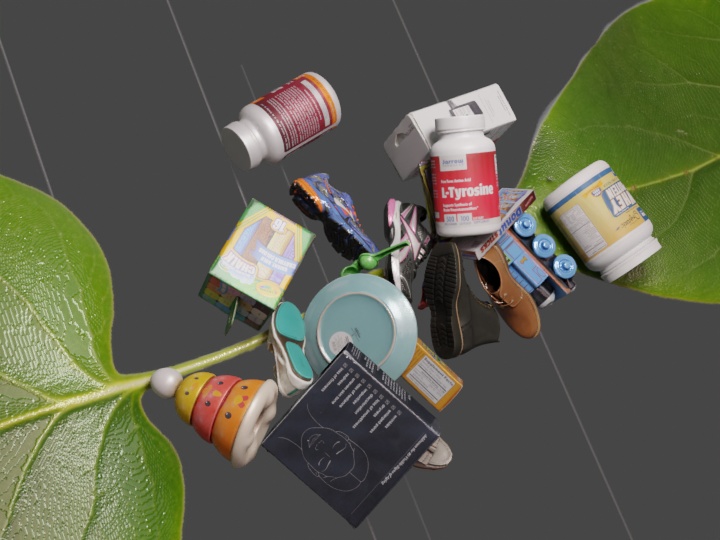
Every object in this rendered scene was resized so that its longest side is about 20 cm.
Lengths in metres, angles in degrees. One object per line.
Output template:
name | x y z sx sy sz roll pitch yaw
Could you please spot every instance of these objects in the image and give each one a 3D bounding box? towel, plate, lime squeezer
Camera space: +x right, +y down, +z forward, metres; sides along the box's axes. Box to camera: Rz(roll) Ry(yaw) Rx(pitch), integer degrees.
towel | 0.181 -0.140 1.804 0.200 0.023 0.144 -18 98 -44
plate | -0.005 0.104 1.651 0.200 0.026 0.201 -1 85 14
lime squeezer | 0.000 0.000 1.715 0.200 0.071 0.038 -40 100 10

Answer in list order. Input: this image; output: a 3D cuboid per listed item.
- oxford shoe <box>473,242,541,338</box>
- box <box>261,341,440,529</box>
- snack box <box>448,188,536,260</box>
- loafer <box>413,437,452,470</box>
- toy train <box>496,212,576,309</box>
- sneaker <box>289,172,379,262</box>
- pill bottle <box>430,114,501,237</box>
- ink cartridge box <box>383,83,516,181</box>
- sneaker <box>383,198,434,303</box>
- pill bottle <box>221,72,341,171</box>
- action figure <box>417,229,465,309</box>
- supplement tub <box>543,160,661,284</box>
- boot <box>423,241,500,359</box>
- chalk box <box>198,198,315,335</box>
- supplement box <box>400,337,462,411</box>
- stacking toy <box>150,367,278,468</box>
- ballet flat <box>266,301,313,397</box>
oxford shoe | 0.254 0.046 1.774 0.200 0.071 0.071 57 29 -11
box | -0.013 0.253 1.557 0.197 0.124 0.200 42 95 1
snack box | 0.234 -0.086 1.786 0.200 0.072 0.024 -44 124 -34
loafer | 0.068 0.271 1.652 0.200 0.063 0.072 29 63 -6
toy train | 0.305 -0.016 1.833 0.114 0.087 0.200 -43 90 -18
sneaker | -0.033 -0.098 1.753 0.078 0.075 0.200 -40 88 -30
pill bottle | 0.177 -0.162 1.697 0.112 0.112 0.200 -8 97 -21
ink cartridge box | 0.162 -0.252 1.833 0.200 0.145 0.083 -22 80 -25
sneaker | 0.089 -0.037 1.757 0.086 0.080 0.200 1 71 -5
pill bottle | -0.141 -0.259 1.752 0.200 0.113 0.113 -35 84 -27
action figure | 0.150 -0.018 1.795 0.065 0.052 0.200 23 62 -23
supplement tub | 0.455 -0.090 1.872 0.145 0.145 0.200 -32 83 -26
boot | 0.185 0.044 1.741 0.138 0.077 0.200 -9 104 -40
chalk box | -0.182 0.010 1.632 0.124 0.125 0.200 31 63 -6
supplement box | 0.083 0.146 1.692 0.069 0.067 0.200 -44 90 7
stacking toy | -0.241 0.209 1.555 0.200 0.146 0.146 21 64 8
ballet flat | -0.124 0.130 1.624 0.069 0.070 0.200 5 35 -17
